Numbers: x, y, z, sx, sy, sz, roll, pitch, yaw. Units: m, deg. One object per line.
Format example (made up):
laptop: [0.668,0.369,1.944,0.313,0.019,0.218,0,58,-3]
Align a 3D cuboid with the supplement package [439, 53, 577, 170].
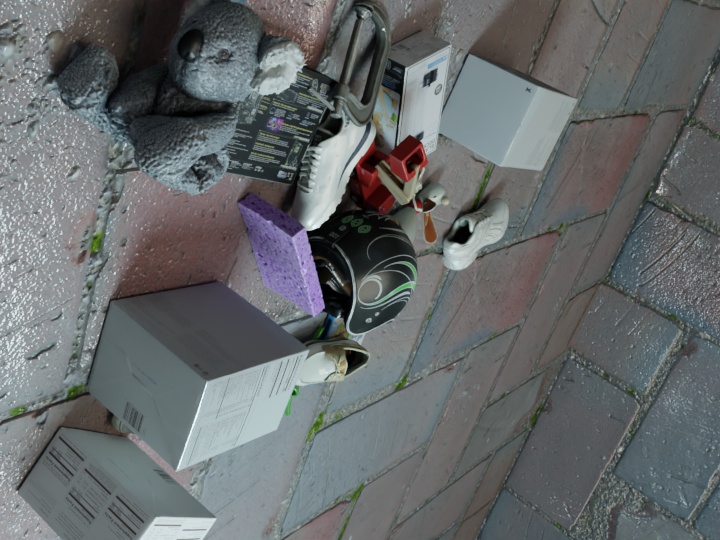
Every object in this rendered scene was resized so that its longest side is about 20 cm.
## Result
supplement package: [0.268,-0.285,1.558,0.200,0.151,0.152,-6,125,-57]

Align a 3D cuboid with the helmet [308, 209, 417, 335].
helmet: [0.000,0.000,1.385,0.190,0.200,0.200,-19,135,-45]

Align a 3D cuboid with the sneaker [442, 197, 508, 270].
sneaker: [0.249,-0.093,1.821,0.200,0.078,0.099,-47,148,-20]

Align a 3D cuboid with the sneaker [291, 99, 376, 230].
sneaker: [-0.058,-0.155,1.260,0.080,0.076,0.200,22,95,-51]

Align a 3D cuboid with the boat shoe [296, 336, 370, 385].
boat shoe: [-0.055,0.163,1.536,0.200,0.068,0.075,-20,117,-56]

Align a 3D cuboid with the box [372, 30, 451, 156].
box: [0.077,-0.265,1.361,0.117,0.060,0.200,-35,146,-36]

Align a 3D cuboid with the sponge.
sponge: [-0.113,-0.019,1.254,0.030,0.111,0.200,-45,150,-24]

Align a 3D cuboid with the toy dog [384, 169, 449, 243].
toy dog: [0.103,-0.083,1.562,0.200,0.096,0.132,-53,153,-7]

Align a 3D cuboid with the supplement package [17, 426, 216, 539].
supplement package: [-0.329,0.322,1.163,0.111,0.200,0.156,-56,153,-2]

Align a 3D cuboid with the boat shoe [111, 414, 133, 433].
boat shoe: [-0.279,0.217,1.277,0.201,0.071,0.070,3,117,-60]

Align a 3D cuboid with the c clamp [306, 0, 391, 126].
c clamp: [-0.001,-0.290,1.182,0.171,0.027,0.200,44,58,-59]

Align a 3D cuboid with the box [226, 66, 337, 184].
box: [-0.128,-0.201,1.107,0.200,0.043,0.161,1,118,-59]

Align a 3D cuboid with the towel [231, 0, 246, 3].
towel: [-0.139,-0.381,0.921,0.147,0.022,0.200,-44,150,-25]

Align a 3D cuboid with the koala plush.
koala plush: [-0.170,-0.200,0.900,0.200,0.177,0.184,-53,163,5]

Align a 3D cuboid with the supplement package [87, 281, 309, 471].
supplement package: [-0.218,0.134,1.156,0.200,0.191,0.147,-11,129,-54]

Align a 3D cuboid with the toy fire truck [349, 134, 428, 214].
toy fire truck: [0.041,-0.146,1.340,0.049,0.141,0.200,-45,151,-21]

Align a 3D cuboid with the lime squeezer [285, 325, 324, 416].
lime squeezer: [-0.120,0.196,1.574,0.071,0.038,0.200,-75,-175,-70]

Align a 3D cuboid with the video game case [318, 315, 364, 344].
video game case: [-0.031,0.121,1.646,0.143,0.018,0.200,-14,131,-55]
